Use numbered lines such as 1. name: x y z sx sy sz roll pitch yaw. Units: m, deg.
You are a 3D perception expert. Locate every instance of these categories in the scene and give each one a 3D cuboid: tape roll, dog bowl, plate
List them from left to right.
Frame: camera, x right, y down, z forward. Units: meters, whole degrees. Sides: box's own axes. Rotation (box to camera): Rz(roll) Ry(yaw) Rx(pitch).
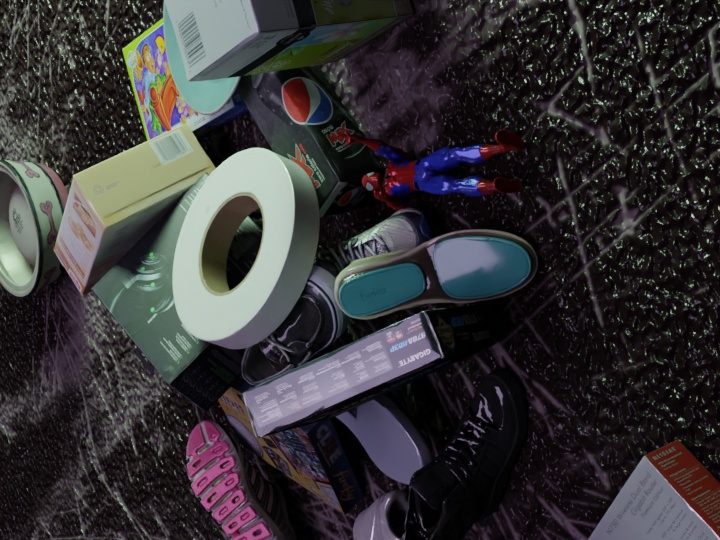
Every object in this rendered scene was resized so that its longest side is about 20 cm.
1. dog bowl: -0.483 -0.066 1.895 0.199 0.073 0.204 22 118 47
2. plate: -0.156 -0.267 1.374 0.199 0.025 0.204 11 104 55
3. tape roll: -0.119 -0.023 1.314 0.201 0.037 0.206 -24 57 42

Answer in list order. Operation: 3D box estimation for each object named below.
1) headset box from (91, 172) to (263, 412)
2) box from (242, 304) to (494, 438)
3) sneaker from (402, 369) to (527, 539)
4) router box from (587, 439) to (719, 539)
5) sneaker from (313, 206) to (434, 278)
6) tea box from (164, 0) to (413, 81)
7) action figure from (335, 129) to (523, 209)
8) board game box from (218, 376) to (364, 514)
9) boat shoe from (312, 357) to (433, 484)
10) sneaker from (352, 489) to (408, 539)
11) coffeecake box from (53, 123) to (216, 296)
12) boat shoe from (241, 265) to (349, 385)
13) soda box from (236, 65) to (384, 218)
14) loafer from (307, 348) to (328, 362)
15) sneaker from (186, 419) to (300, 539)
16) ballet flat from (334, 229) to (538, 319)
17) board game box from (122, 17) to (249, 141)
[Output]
1. headset box: -0.175 0.028 1.436 0.174 0.200 0.093 42 176 33
2. box: 0.011 0.091 1.205 0.198 0.159 0.047 -25 81 20
3. sneaker: 0.093 0.195 1.239 0.060 0.103 0.203 35 127 39
4. router box: 0.269 0.277 1.092 0.180 0.048 0.202 48 135 30
5. sneaker: 0.000 0.000 1.307 0.199 0.084 0.078 -33 76 50
6. tea box: -0.082 -0.302 1.220 0.133 0.195 0.203 -21 85 51
7. action figure: 0.049 -0.095 1.206 0.199 0.098 0.066 -6 77 54
8. board game box: -0.089 0.181 1.474 0.199 0.035 0.137 25 146 44
9. boat shoe: 0.024 0.146 1.338 0.199 0.067 0.075 33 127 48
10. sneaker: 0.061 0.321 1.344 0.201 0.074 0.100 58 140 21
11. coffeecake box: -0.267 -0.068 1.525 0.074 0.152 0.200 55 151 9
12. boat shoe: -0.069 0.069 1.319 0.072 0.071 0.201 44 146 9
13. soda box: -0.059 -0.156 1.347 0.202 0.063 0.071 59 139 19
14. loafer: -0.115 0.087 1.492 0.199 0.072 0.073 38 134 39
15. sneaker: -0.136 0.268 1.558 0.073 0.087 0.201 -38 78 21
16. ballet flat: 0.071 -0.001 1.216 0.197 0.069 0.071 -9 96 17
17. board game box: -0.197 -0.228 1.509 0.199 0.044 0.137 -19 86 52
